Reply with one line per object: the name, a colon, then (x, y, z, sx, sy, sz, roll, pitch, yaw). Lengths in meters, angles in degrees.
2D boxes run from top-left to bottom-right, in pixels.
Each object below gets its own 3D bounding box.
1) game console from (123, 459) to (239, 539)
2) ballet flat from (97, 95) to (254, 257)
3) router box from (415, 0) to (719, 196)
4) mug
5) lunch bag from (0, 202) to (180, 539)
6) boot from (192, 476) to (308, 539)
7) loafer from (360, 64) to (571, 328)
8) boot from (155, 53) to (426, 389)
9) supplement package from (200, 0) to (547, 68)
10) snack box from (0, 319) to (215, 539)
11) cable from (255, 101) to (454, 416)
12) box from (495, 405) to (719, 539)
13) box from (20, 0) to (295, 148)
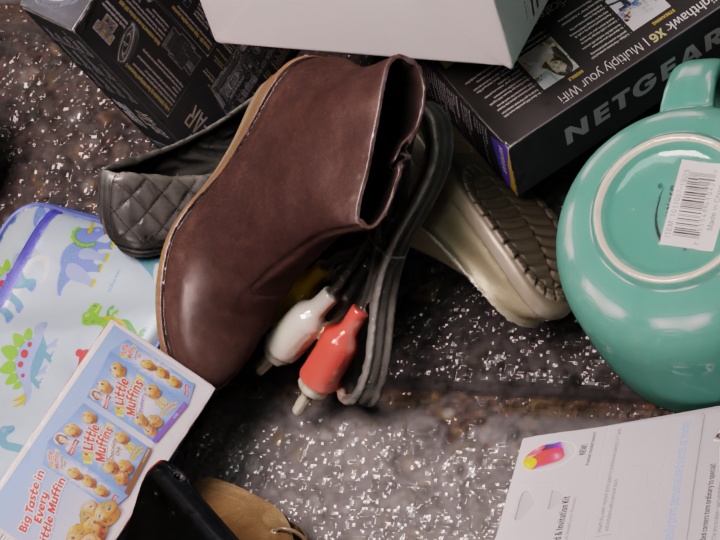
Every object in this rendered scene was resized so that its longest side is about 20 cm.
game console: (-0.071, 0.224, 1.406, 0.200, 0.031, 0.177, 45, 131, 31)
ballet flat: (-0.071, -0.073, 1.554, 0.066, 0.057, 0.200, 28, 49, 35)
router box: (0.123, -0.159, 1.528, 0.200, 0.052, 0.157, -33, 58, -10)
mug: (0.175, -0.022, 1.431, 0.152, 0.114, 0.185, -35, 59, 4)
lunch bag: (-0.179, 0.066, 1.559, 0.160, 0.082, 0.201, 21, 75, 32)
boot: (-0.048, 0.168, 1.452, 0.200, 0.074, 0.076, 22, 65, 43)
loafer: (0.051, -0.034, 1.516, 0.200, 0.075, 0.068, 52, 122, 30)
boot: (-0.041, -0.026, 1.449, 0.166, 0.072, 0.201, 3, 74, 64)
supplement package: (0.021, -0.238, 1.470, 0.190, 0.147, 0.200, 7, 48, 26)
snack box: (-0.161, 0.126, 1.437, 0.072, 0.024, 0.200, 33, 69, -1)
cable: (0.000, 0.000, 1.480, 0.097, 0.050, 0.200, 59, 136, 35)
box: (0.172, 0.123, 1.358, 0.199, 0.041, 0.156, -10, 24, 17)
box: (-0.099, -0.167, 1.561, 0.043, 0.200, 0.161, 26, 79, 30)
